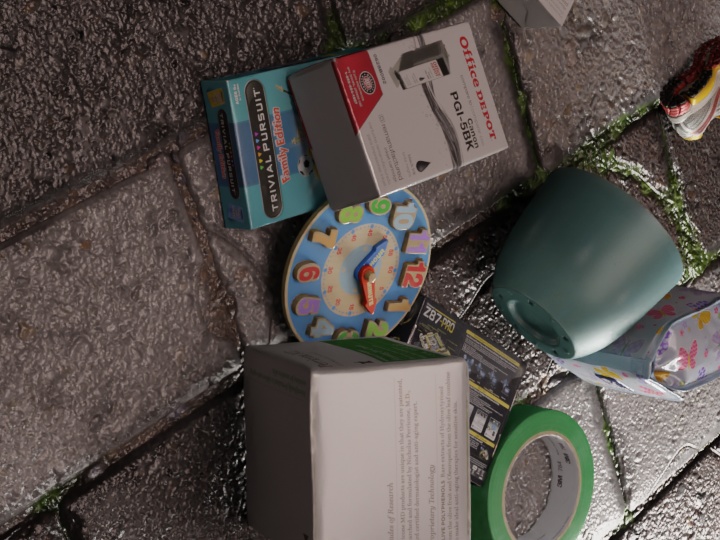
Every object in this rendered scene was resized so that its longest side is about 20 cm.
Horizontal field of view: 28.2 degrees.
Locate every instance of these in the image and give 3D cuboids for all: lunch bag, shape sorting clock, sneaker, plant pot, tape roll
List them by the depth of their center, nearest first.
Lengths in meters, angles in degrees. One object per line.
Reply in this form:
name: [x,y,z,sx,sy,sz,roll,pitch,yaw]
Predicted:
shape sorting clock: [0.000,0.000,1.528,0.199,0.039,0.201,-24,127,-36]
plant pot: [0.251,0.006,1.690,0.161,0.200,0.201,-48,123,-16]
tape roll: [0.208,0.268,1.767,0.200,0.048,0.202,-5,97,-42]
lunch bag: [0.351,0.091,1.797,0.199,0.169,0.128,-16,108,-43]
sneaker: [0.484,-0.255,1.955,0.200,0.078,0.082,-42,124,-21]

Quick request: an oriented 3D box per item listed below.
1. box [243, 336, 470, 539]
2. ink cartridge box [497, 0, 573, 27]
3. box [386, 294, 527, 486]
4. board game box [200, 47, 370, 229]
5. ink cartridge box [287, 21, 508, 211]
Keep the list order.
box: [-0.008,0.177,1.440,0.171,0.199,0.201,-4,96,-23]
ink cartridge box: [0.224,-0.403,1.701,0.117,0.067,0.201,38,69,-37]
box: [0.095,0.139,1.652,0.200,0.049,0.162,32,75,-39]
board game box: [-0.061,-0.139,1.484,0.199,0.047,0.152,-20,107,-39]
ink cartridge box: [0.042,-0.162,1.473,0.200,0.083,0.147,-24,97,-39]
